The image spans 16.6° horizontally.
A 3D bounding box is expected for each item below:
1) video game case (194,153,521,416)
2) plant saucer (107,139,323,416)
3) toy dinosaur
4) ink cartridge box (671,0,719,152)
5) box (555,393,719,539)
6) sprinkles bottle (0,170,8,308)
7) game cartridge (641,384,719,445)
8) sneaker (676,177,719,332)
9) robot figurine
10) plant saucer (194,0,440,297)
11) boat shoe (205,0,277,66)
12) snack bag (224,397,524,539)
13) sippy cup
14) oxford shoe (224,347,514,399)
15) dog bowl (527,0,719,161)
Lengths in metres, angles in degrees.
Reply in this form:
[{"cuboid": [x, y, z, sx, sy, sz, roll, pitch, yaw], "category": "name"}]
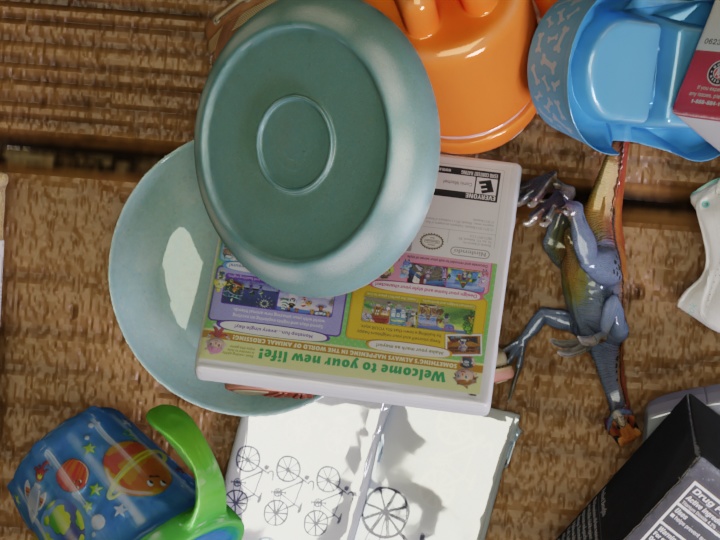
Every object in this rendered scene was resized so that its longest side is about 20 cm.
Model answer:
[{"cuboid": [0.000, 0.000, 1.673, 0.199, 0.022, 0.183, 7, 66, 5], "category": "video game case"}, {"cuboid": [-0.078, 0.002, 1.739, 0.200, 0.039, 0.202, 0, 86, -8], "category": "plant saucer"}, {"cuboid": [0.172, 0.022, 1.719, 0.200, 0.105, 0.182, -38, 111, -8], "category": "toy dinosaur"}, {"cuboid": [0.314, -0.171, 1.646, 0.083, 0.145, 0.201, 32, 77, -42], "category": "ink cartridge box"}, {"cuboid": [0.237, 0.229, 1.672, 0.200, 0.123, 0.199, 38, 109, -9], "category": "box"}, {"cuboid": [-0.287, 0.028, 1.747, 0.068, 0.068, 0.201, 3, 92, 3], "category": "sprinkles bottle"}, {"cuboid": [0.294, 0.144, 1.721, 0.199, 0.041, 0.134, 4, 114, 2], "category": "game cartridge"}, {"cuboid": [0.276, -0.054, 1.720, 0.088, 0.075, 0.201, 18, 89, 24], "category": "sneaker"}, {"cuboid": [0.066, -0.155, 1.669, 0.116, 0.200, 0.144, 27, 70, 23], "category": "robot figurine"}, {"cuboid": [-0.037, -0.083, 1.616, 0.199, 0.027, 0.202, 1, 91, 36], "category": "plant saucer"}, {"cuboid": [-0.027, -0.197, 1.715, 0.199, 0.076, 0.072, -32, 65, 9], "category": "boat shoe"}, {"cuboid": [-0.001, 0.168, 1.762, 0.199, 0.021, 0.190, 15, 93, 2], "category": "snack bag"}, {"cuboid": [-0.171, 0.170, 1.717, 0.178, 0.140, 0.130, -41, 72, 0], "category": "sippy cup"}, {"cuboid": [0.008, 0.051, 1.693, 0.199, 0.071, 0.074, 2, 83, -8], "category": "oxford shoe"}, {"cuboid": [0.189, -0.134, 1.669, 0.049, 0.199, 0.112, 14, 100, 46], "category": "dog bowl"}]
